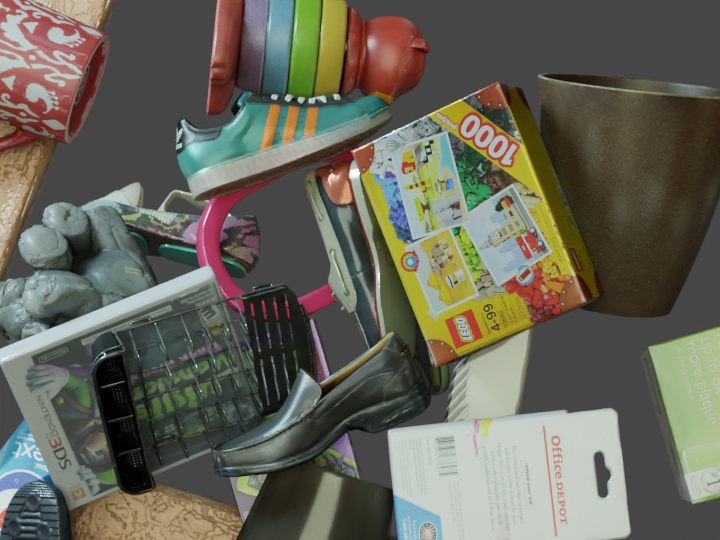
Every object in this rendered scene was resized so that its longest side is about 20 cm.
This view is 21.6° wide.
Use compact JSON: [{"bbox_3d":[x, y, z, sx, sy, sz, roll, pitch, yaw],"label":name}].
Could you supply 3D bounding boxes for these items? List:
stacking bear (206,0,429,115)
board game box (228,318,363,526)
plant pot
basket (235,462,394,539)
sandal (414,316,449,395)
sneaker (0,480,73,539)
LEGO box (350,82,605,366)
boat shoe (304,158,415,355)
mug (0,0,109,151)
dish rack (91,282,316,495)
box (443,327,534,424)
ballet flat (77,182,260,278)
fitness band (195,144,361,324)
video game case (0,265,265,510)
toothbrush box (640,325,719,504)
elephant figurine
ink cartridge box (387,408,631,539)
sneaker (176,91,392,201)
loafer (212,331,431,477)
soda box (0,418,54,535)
[{"bbox_3d":[-0.037,-0.201,1.739,0.198,0.122,0.115,6,73,-5],"label":"stacking bear"},{"bbox_3d":[-0.069,0.158,1.748,0.119,0.032,0.202,-17,85,6],"label":"board game box"},{"bbox_3d":[0.241,-0.066,1.687,0.185,0.187,0.202,6,100,4],"label":"plant pot"},{"bbox_3d":[-0.051,0.274,1.665,0.178,0.136,0.202,16,84,3],"label":"basket"},{"bbox_3d":[0.070,0.012,1.735,0.057,0.080,0.203,-4,91,-14],"label":"sandal"},{"bbox_3d":[-0.280,0.281,1.710,0.069,0.082,0.202,10,103,25],"label":"sneaker"},{"bbox_3d":[0.101,-0.040,1.632,0.148,0.077,0.202,-24,84,19],"label":"LEGO box"},{"bbox_3d":[0.000,0.000,1.690,0.062,0.071,0.202,-12,93,23],"label":"boat shoe"},{"bbox_3d":[-0.347,-0.191,1.764,0.198,0.178,0.134,20,50,1],"label":"mug"},{"bbox_3d":[-0.131,0.097,1.638,0.198,0.055,0.155,-16,127,-12],"label":"dish rack"},{"bbox_3d":[0.109,0.140,1.713,0.068,0.082,0.202,9,85,5],"label":"box"},{"bbox_3d":[-0.189,-0.043,1.759,0.198,0.069,0.072,9,68,0],"label":"ballet flat"},{"bbox_3d":[-0.055,-0.036,1.730,0.199,0.037,0.145,-29,90,-18],"label":"fitness band"},{"bbox_3d":[-0.197,0.106,1.666,0.198,0.023,0.183,-22,127,-8],"label":"video game case"},{"bbox_3d":[0.367,0.113,1.697,0.198,0.086,0.147,-15,85,1],"label":"toothbrush box"},{"bbox_3d":[-0.273,0.037,1.716,0.140,0.200,0.156,-9,62,-37],"label":"elephant figurine"},{"bbox_3d":[0.128,0.184,1.634,0.198,0.068,0.117,-6,84,4],"label":"ink cartridge box"},{"bbox_3d":[-0.070,-0.131,1.687,0.198,0.071,0.081,-20,84,-16],"label":"sneaker"},{"bbox_3d":[-0.041,0.117,1.631,0.198,0.073,0.073,-23,104,-12],"label":"loafer"},{"bbox_3d":[-0.317,0.206,1.739,0.064,0.068,0.201,37,88,5],"label":"soda box"}]
